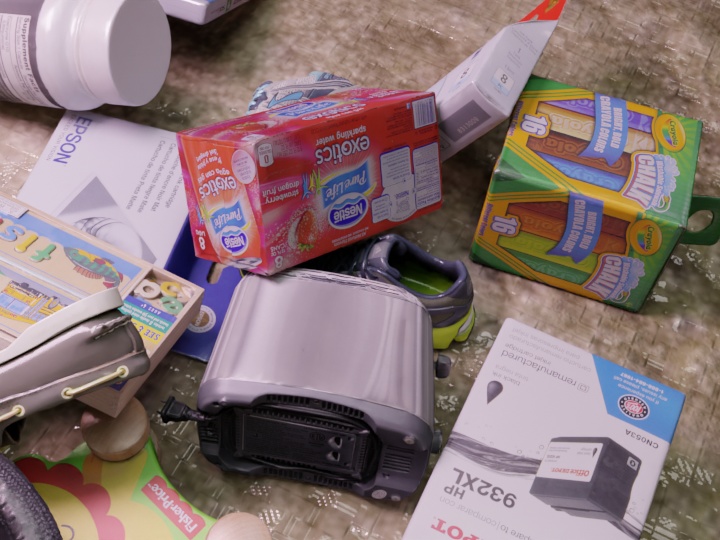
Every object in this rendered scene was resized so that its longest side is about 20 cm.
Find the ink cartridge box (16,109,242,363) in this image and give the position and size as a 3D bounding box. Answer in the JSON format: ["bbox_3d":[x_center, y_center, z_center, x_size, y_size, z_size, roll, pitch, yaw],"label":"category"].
[{"bbox_3d":[-0.187,-0.036,0.871,0.199,0.041,0.201,14,54,3],"label":"ink cartridge box"}]

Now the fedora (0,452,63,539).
[{"bbox_3d":[-0.252,0.199,0.622,0.199,0.092,0.202,0,70,1],"label":"fedora"}]

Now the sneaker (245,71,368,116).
[{"bbox_3d":[-0.073,-0.122,0.923,0.086,0.078,0.200,36,42,23],"label":"sneaker"}]

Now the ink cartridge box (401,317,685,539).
[{"bbox_3d":[0.126,0.155,0.742,0.144,0.084,0.201,24,56,11],"label":"ink cartridge box"}]

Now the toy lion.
[{"bbox_3d":[-0.182,0.195,0.699,0.200,0.069,0.192,38,66,19],"label":"toy lion"}]

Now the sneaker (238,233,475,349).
[{"bbox_3d":[0.000,0.000,0.841,0.198,0.081,0.074,10,53,1],"label":"sneaker"}]

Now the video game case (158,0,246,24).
[{"bbox_3d":[-0.207,-0.291,1.006,0.199,0.022,0.182,19,27,6],"label":"video game case"}]

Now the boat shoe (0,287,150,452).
[{"bbox_3d":[-0.229,0.083,0.662,0.201,0.072,0.061,-29,92,1],"label":"boat shoe"}]

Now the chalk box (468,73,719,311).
[{"bbox_3d":[0.209,-0.058,0.880,0.199,0.125,0.124,17,54,8],"label":"chalk box"}]

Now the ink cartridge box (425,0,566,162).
[{"bbox_3d":[0.100,-0.179,0.933,0.047,0.160,0.201,38,55,-14],"label":"ink cartridge box"}]

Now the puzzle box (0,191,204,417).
[{"bbox_3d":[-0.230,0.016,0.759,0.199,0.026,0.133,25,38,5],"label":"puzzle box"}]

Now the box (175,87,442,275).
[{"bbox_3d":[-0.034,-0.077,0.821,0.095,0.100,0.199,12,26,43],"label":"box"}]

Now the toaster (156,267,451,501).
[{"bbox_3d":[-0.035,0.078,0.763,0.198,0.114,0.130,9,48,2],"label":"toaster"}]

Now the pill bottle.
[{"bbox_3d":[-0.272,-0.199,0.906,0.199,0.113,0.114,10,52,21],"label":"pill bottle"}]
